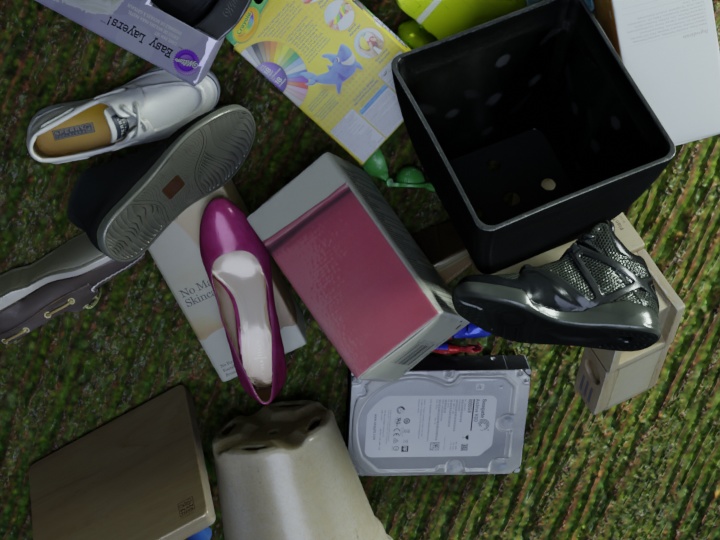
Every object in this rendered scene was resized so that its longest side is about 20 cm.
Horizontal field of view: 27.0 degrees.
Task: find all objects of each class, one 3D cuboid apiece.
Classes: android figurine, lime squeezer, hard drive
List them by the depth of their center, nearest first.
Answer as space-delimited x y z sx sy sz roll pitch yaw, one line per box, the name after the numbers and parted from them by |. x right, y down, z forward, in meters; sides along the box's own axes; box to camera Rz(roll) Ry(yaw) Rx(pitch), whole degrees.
0.112 -0.277 1.477 0.200 0.041 0.182 36 105 -19 | android figurine
0.045 -0.114 1.549 0.200 0.038 0.071 38 72 -19 | lime squeezer
0.083 0.161 1.657 0.199 0.038 0.140 0 117 -7 | hard drive

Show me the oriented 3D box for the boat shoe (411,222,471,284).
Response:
0.050 0.017 1.585 0.200 0.071 0.065 -30 121 13 | boat shoe

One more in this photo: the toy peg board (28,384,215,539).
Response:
-0.237 0.258 1.592 0.200 0.199 0.098 -29 129 6 | toy peg board

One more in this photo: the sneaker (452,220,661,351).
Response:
0.186 0.009 1.432 0.199 0.115 0.076 5 151 -2 | sneaker

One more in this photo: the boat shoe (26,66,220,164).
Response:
-0.234 -0.149 1.477 0.199 0.070 0.071 -14 114 0 | boat shoe

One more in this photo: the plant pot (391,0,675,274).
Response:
0.153 -0.109 1.436 0.199 0.200 0.178 -21 155 -12 | plant pot

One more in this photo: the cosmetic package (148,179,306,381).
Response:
-0.143 0.003 1.551 0.105 0.071 0.200 -26 113 5 | cosmetic package

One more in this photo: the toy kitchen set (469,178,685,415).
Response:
0.201 0.034 1.561 0.163 0.200 0.181 -23 151 -14 | toy kitchen set

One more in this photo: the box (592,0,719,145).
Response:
0.285 -0.234 1.469 0.097 0.124 0.201 -14 113 0 | box

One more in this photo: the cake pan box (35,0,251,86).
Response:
-0.192 -0.296 1.412 0.200 0.052 0.185 29 109 -4 | cake pan box

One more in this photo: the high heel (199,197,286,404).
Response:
-0.116 0.032 1.474 0.067 0.096 0.201 -9 114 -3 | high heel

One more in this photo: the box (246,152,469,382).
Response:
0.000 0.000 1.487 0.109 0.128 0.200 -38 74 11 | box

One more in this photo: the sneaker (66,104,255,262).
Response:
-0.201 -0.104 1.476 0.200 0.106 0.075 -42 132 -14 | sneaker

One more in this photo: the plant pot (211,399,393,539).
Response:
-0.073 0.246 1.604 0.200 0.201 0.184 -13 107 -1 | plant pot

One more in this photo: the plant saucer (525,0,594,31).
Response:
0.168 -0.335 1.438 0.070 0.019 0.201 -22 105 -15 | plant saucer

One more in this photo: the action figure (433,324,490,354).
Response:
0.112 0.055 1.617 0.199 0.052 0.066 -14 119 2 | action figure

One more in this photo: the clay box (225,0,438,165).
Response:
-0.032 -0.214 1.471 0.200 0.048 0.115 43 104 -8 | clay box

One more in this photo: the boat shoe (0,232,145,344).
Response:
-0.303 0.014 1.541 0.199 0.072 0.060 -25 119 9 | boat shoe
